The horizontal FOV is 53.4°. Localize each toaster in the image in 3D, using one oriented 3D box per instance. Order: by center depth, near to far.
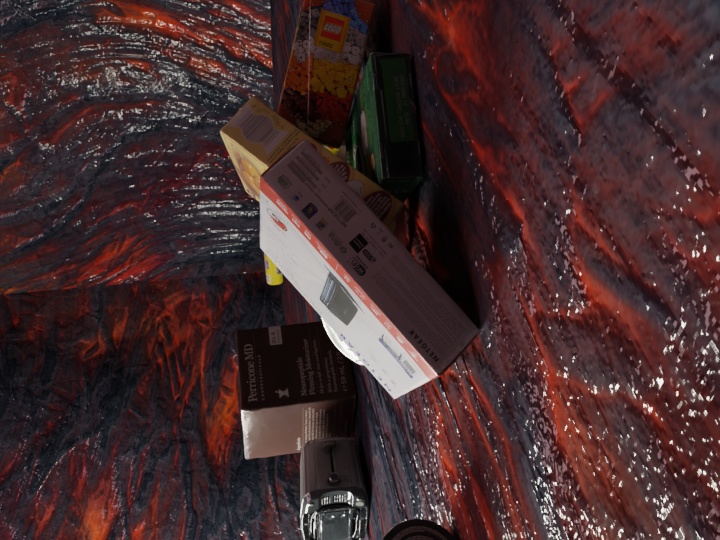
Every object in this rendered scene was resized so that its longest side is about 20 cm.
[{"bbox_3d":[-0.047,0.373,1.192,0.131,0.110,0.204,-100,8,-51],"label":"toaster"}]

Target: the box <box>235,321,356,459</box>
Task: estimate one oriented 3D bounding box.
[{"bbox_3d":[-0.117,0.211,1.273,0.167,0.194,0.169,97,165,-48],"label":"box"}]

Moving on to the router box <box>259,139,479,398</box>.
[{"bbox_3d":[-0.004,0.011,0.613,0.200,0.049,0.180,47,164,6],"label":"router box"}]

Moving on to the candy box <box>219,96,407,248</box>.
[{"bbox_3d":[-0.043,-0.073,0.714,0.198,0.055,0.116,38,165,19],"label":"candy box"}]

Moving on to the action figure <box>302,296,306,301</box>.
[{"bbox_3d":[-0.070,0.014,1.216,0.201,0.096,0.067,105,159,-71],"label":"action figure"}]

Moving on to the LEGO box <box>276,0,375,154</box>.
[{"bbox_3d":[-0.045,-0.216,0.830,0.200,0.075,0.154,-144,68,-84],"label":"LEGO box"}]

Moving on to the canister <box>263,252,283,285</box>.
[{"bbox_3d":[-0.391,-0.058,3.202,0.150,0.084,0.205,-110,17,-59],"label":"canister"}]

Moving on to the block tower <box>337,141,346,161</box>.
[{"bbox_3d":[-0.055,-0.188,1.143,0.201,0.052,0.060,-116,23,-65],"label":"block tower"}]

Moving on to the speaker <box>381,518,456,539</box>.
[{"bbox_3d":[0.046,0.321,0.676,0.082,0.079,0.204,-104,13,-45],"label":"speaker"}]

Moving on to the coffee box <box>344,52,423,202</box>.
[{"bbox_3d":[0.019,-0.124,0.743,0.200,0.043,0.127,126,140,-76],"label":"coffee box"}]

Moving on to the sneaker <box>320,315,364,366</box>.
[{"bbox_3d":[0.000,0.000,0.891,0.203,0.079,0.148,58,-137,-26],"label":"sneaker"}]
